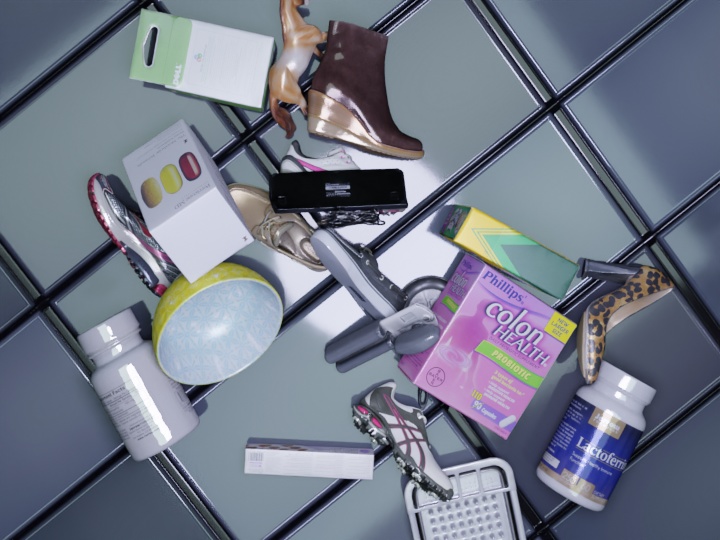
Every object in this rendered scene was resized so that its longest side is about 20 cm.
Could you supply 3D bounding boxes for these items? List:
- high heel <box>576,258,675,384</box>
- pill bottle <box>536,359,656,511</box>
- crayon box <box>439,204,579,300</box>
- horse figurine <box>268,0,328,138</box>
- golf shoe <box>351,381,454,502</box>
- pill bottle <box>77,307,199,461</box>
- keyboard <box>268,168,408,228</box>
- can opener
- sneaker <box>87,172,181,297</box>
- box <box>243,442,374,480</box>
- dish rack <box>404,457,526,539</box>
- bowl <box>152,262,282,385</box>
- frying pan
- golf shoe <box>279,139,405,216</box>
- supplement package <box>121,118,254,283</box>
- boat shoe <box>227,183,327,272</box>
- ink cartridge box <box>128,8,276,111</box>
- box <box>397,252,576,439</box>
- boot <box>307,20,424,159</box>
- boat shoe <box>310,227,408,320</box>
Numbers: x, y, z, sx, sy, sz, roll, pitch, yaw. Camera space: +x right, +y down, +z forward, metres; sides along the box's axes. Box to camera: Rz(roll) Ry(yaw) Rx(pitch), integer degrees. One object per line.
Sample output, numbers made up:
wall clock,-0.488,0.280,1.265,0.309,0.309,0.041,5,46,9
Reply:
high heel,0.394,0.080,1.620,0.140,0.072,0.203,8,66,2
pill bottle,0.354,0.244,1.634,0.114,0.116,0.202,27,92,-4
crayon box,0.207,-0.030,1.568,0.171,0.200,0.059,28,93,-3
horse figurine,-0.086,-0.294,1.594,0.131,0.050,0.203,19,94,-36
golf shoe,0.077,0.253,1.625,0.088,0.077,0.200,-41,74,-16
pill bottle,-0.329,0.164,1.604,0.113,0.114,0.202,-28,94,0
keyboard,-0.032,-0.096,1.565,0.196,0.040,0.105,-3,50,-2
can opener,0.028,0.103,1.595,0.198,0.067,0.053,-25,125,35
sneaker,-0.331,-0.059,1.614,0.074,0.080,0.201,-38,102,-14
box,-0.078,0.289,1.659,0.196,0.039,0.042,2,95,-2
dish rack,0.162,0.392,1.673,0.169,0.044,0.204,-12,94,-2
bowl,-0.222,0.057,1.594,0.199,0.200,0.108,-39,52,1
frying pan,0.090,0.100,1.661,0.114,0.031,0.192,27,90,-2
golf shoe,-0.022,-0.134,1.617,0.197,0.073,0.094,13,92,-3
supplement package,-0.243,-0.100,1.536,0.113,0.201,0.110,-34,131,0
boat shoe,-0.122,-0.064,1.621,0.199,0.065,0.073,35,92,-4
ink cartridge box,-0.229,-0.306,1.604,0.196,0.059,0.106,12,92,-3
box,0.185,0.111,1.611,0.175,0.097,0.202,32,92,-16
boot,0.023,-0.259,1.595,0.197,0.072,0.169,15,91,-23
boat shoe,0.000,0.000,1.593,0.057,0.068,0.200,-51,125,-16
